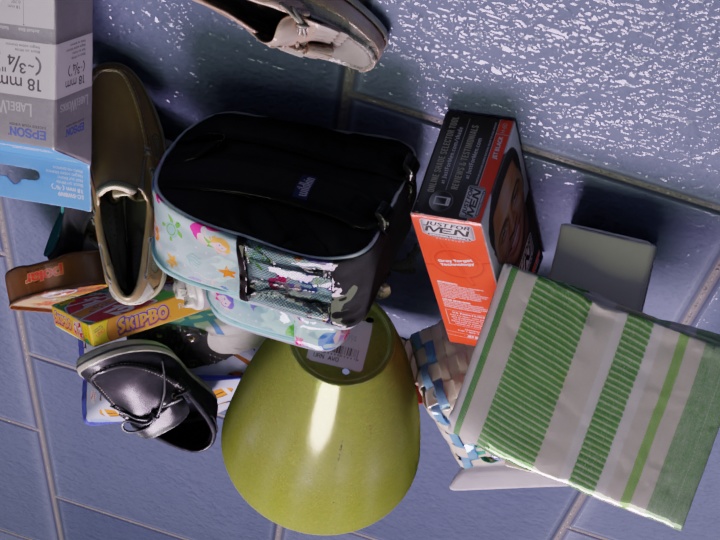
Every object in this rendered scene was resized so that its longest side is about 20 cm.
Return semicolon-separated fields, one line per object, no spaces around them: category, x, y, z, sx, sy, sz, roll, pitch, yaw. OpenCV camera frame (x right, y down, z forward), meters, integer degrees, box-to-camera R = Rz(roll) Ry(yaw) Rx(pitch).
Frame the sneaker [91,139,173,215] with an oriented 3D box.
sneaker;-0.192;-0.077;1.534;0.200;0.091;0.066;29;166;-16

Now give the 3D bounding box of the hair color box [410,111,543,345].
hair color box;0.098;-0.028;1.439;0.061;0.102;0.200;10;152;19

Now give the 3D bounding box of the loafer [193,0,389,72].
loafer;-0.073;-0.191;1.288;0.200;0.063;0.072;30;150;-19

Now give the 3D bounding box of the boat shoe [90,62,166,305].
boat shoe;-0.193;-0.072;1.450;0.071;0.201;0.076;-11;-178;3

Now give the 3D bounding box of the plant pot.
plant pot;-0.025;0.109;1.569;0.186;0.188;0.200;18;148;3

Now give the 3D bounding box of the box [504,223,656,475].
box;0.180;0.067;1.437;0.077;0.201;0.095;13;-179;11

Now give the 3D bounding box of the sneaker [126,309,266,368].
sneaker;-0.126;0.043;1.667;0.199;0.073;0.072;-6;147;-21

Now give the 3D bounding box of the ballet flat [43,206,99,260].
ballet flat;-0.253;-0.050;1.660;0.073;0.073;0.200;22;150;-6

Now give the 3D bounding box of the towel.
towel;0.181;0.095;1.380;0.199;0.153;0.023;20;-176;9

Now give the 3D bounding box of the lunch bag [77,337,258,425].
lunch bag;-0.161;0.083;1.780;0.199;0.124;0.170;5;160;-29

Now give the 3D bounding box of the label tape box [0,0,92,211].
label tape box;-0.286;-0.143;1.393;0.144;0.063;0.201;10;111;18

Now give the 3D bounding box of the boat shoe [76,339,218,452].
boat shoe;-0.187;0.116;1.616;0.074;0.062;0.200;-24;150;14

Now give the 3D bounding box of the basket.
basket;0.158;0.093;1.602;0.199;0.139;0.177;-24;143;5

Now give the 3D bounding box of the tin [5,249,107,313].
tin;-0.271;0.011;1.714;0.112;0.042;0.200;-18;174;10

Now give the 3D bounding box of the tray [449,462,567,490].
tray;0.180;0.164;1.675;0.199;0.107;0.022;-9;119;42

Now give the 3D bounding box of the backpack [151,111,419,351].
backpack;-0.067;-0.040;1.430;0.199;0.178;0.151;17;131;8

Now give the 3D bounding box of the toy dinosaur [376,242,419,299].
toy dinosaur;0.000;0.000;1.574;0.088;0.048;0.200;-8;-166;-32

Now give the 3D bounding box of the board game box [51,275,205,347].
board game box;-0.173;0.021;1.622;0.095;0.199;0.030;19;120;58

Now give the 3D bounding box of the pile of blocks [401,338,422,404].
pile of blocks;0.076;0.116;1.759;0.199;0.062;0.082;13;152;12

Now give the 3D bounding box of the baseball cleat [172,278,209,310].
baseball cleat;-0.128;-0.020;1.568;0.106;0.070;0.200;-13;-161;-12
